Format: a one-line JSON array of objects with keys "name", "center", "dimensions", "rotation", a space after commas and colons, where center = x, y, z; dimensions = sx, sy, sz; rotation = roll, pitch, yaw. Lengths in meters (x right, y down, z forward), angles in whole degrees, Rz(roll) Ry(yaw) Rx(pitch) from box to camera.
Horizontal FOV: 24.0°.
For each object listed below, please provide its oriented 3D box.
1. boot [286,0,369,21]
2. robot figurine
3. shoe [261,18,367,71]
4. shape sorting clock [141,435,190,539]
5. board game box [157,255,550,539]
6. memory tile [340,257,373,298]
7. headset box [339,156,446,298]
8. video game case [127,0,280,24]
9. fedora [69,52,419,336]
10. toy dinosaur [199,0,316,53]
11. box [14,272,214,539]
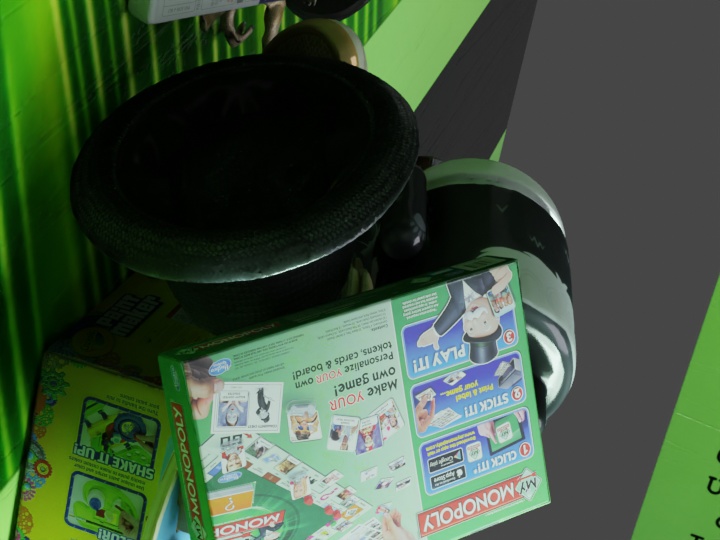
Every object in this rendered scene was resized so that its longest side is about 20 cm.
[{"name": "boot", "center": [0.005, -0.235, 1.207], "dimensions": [0.158, 0.079, 0.212], "rotation": [84, 24, -66]}, {"name": "robot figurine", "center": [0.064, 0.022, 1.008], "dimensions": [0.201, 0.124, 0.151], "rotation": [-86, -175, -50]}, {"name": "shoe", "center": [-0.030, -0.099, 1.033], "dimensions": [0.053, 0.070, 0.200], "rotation": [-31, 170, -25]}, {"name": "shape sorting clock", "center": [-0.064, 0.131, 0.900], "dimensions": [0.200, 0.039, 0.201], "rotation": [-54, 157, -37]}, {"name": "board game box", "center": [0.003, 0.081, 0.848], "dimensions": [0.199, 0.029, 0.136], "rotation": [-16, 104, -31]}, {"name": "memory tile", "center": [-0.009, 0.071, 0.995], "dimensions": [0.200, 0.017, 0.154], "rotation": [-113, -151, -87]}, {"name": "headset box", "center": [0.000, 0.000, 1.173], "dimensions": [0.077, 0.199, 0.150], "rotation": [16, 80, -48]}, {"name": "video game case", "center": [-0.037, -0.238, 0.902], "dimensions": [0.182, 0.023, 0.201], "rotation": [-19, 131, -42]}, {"name": "fedora", "center": [-0.056, -0.031, 0.889], "dimensions": [0.201, 0.199, 0.092], "rotation": [-61, 152, -49]}, {"name": "toy dinosaur", "center": [-0.070, -0.178, 1.025], "dimensions": [0.102, 0.058, 0.201], "rotation": [76, 29, -42]}, {"name": "box", "center": [-0.112, 0.114, 1.039], "dimensions": [0.200, 0.121, 0.194], "rotation": [-51, 156, -66]}]
